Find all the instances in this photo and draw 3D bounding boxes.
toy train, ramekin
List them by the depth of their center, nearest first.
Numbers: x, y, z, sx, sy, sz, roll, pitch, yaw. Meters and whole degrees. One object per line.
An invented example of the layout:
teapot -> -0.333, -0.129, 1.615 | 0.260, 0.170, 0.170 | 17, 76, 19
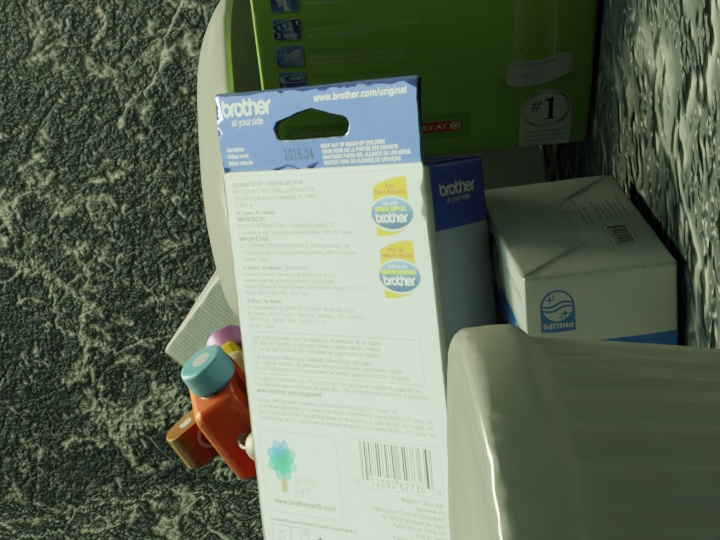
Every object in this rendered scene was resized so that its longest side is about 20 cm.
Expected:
ramekin -> 0.080, 0.113, 0.439 | 0.202, 0.093, 0.204 | 175, 90, -89
toy train -> -0.041, 0.108, 0.810 | 0.201, 0.055, 0.150 | 55, -178, -27

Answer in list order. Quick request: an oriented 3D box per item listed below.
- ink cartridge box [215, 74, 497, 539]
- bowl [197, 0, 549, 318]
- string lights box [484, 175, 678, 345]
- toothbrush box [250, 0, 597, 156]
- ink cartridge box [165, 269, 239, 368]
ink cartridge box -> 0.001, 0.024, 0.667 | 0.119, 0.042, 0.202 | 0, 101, 45
bowl -> 0.002, -0.036, 0.831 | 0.075, 0.198, 0.201 | -40, 47, 41
string lights box -> 0.088, 0.075, 0.654 | 0.103, 0.058, 0.202 | -104, 8, -69
toothbrush box -> 0.023, -0.145, 0.691 | 0.201, 0.144, 0.087 | 85, 179, -51
ink cartridge box -> -0.029, -0.052, 1.025 | 0.200, 0.043, 0.197 | -52, 5, 44
